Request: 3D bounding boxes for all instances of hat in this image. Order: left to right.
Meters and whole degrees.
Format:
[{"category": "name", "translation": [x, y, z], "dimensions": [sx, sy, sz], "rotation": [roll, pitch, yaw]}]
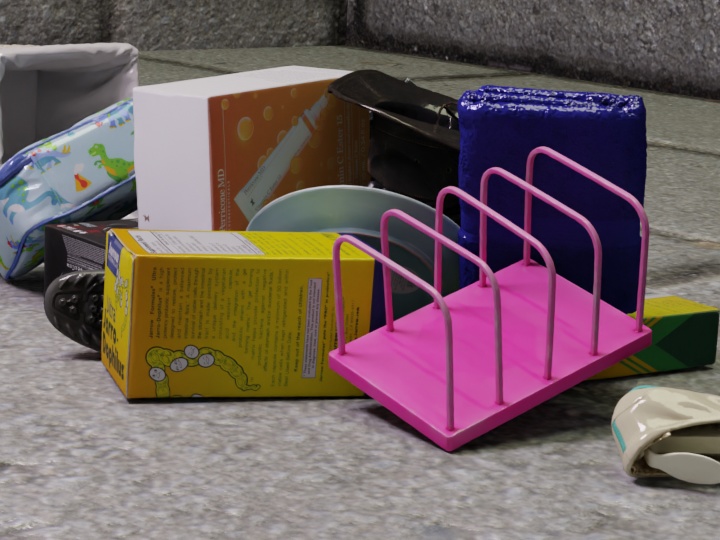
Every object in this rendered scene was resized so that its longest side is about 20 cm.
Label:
[{"category": "hat", "translation": [0.061, -0.102, 1.737], "dimensions": [0.199, 0.081, 0.201], "rotation": [15, 18, -5]}]

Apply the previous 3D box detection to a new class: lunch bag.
[{"category": "lunch bag", "translation": [-0.256, -0.077, 1.864], "dimensions": [0.199, 0.083, 0.161], "rotation": [-31, -7, -26]}]

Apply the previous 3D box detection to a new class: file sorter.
[{"category": "file sorter", "translation": [0.094, 0.011, 1.469], "dimensions": [0.199, 0.126, 0.139], "rotation": [-24, 38, -31]}]

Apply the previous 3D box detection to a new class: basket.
[{"category": "basket", "translation": [-0.348, -0.135, 2.099], "dimensions": [0.160, 0.200, 0.199], "rotation": [7, 11, 39]}]

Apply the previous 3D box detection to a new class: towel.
[{"category": "towel", "translation": [0.149, -0.056, 1.587], "dimensions": [0.147, 0.201, 0.050], "rotation": [3, 40, 8]}]

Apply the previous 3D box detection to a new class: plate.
[{"category": "plate", "translation": [0.000, 0.000, 1.677], "dimensions": [0.199, 0.201, 0.026], "rotation": [5, 54, 7]}]

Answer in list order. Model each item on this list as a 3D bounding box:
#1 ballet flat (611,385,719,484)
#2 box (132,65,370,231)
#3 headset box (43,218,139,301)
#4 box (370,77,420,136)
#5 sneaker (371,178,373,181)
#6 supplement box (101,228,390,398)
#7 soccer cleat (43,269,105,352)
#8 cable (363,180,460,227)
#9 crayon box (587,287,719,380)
[{"category": "ballet flat", "translation": [0.268, 0.120, 1.364], "dimensions": [0.199, 0.070, 0.069], "rotation": [2, 11, 4]}, {"category": "box", "translation": [-0.091, -0.104, 1.762], "dimensions": [0.097, 0.125, 0.199], "rotation": [10, 17, 42]}, {"category": "headset box", "translation": [-0.154, 0.001, 1.770], "dimensions": [0.199, 0.078, 0.149], "rotation": [-7, 15, -36]}, {"category": "box", "translation": [0.074, -0.085, 1.929], "dimensions": [0.200, 0.048, 0.193], "rotation": [38, -19, -13]}, {"category": "sneaker", "translation": [-0.051, -0.076, 1.973], "dimensions": [0.074, 0.088, 0.200], "rotation": [-18, -4, -30]}, {"category": "supplement box", "translation": [-0.089, 0.032, 1.548], "dimensions": [0.199, 0.110, 0.109], "rotation": [1, 11, -17]}, {"category": "soccer cleat", "translation": [-0.161, 0.032, 1.643], "dimensions": [0.199, 0.069, 0.073], "rotation": [4, 9, -20]}, {"category": "cable", "translation": [0.050, -0.037, 1.735], "dimensions": [0.163, 0.051, 0.199], "rotation": [21, 18, 41]}, {"category": "crayon box", "translation": [0.182, 0.050, 1.687], "dimensions": [0.199, 0.051, 0.127], "rotation": [-4, 13, -34]}]
